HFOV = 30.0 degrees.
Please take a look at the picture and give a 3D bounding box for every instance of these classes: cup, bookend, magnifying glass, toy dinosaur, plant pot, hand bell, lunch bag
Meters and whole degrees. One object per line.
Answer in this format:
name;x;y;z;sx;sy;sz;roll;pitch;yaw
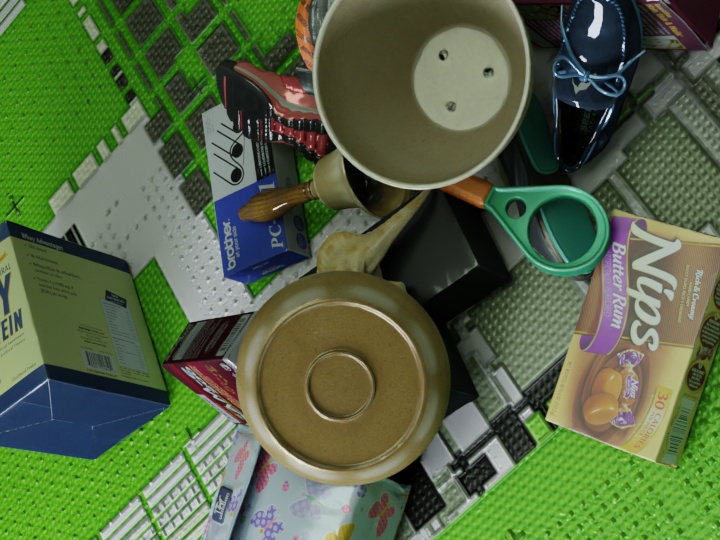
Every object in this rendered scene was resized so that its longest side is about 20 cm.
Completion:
cup;0.074;-0.176;1.216;0.198;0.143;0.204;2;95;21
bookend;0.070;0.046;1.299;0.199;0.092;0.200;-35;63;21
magnifying glass;0.136;-0.059;1.228;0.198;0.022;0.080;26;84;24
toy dinosaur;0.000;0.000;1.263;0.199;0.058;0.102;-39;61;18
plant pot;-0.017;0.102;1.218;0.197;0.027;0.203;1;99;5
hand bell;-0.053;-0.079;1.379;0.198;0.103;0.106;-17;69;41
lunch bag;-0.076;0.255;1.330;0.198;0.127;0.172;15;82;39

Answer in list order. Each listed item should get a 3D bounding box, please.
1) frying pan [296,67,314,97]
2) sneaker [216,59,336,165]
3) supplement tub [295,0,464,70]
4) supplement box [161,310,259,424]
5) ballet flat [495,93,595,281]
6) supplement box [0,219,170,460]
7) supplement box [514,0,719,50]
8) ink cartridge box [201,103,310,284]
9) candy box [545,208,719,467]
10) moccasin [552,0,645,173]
frying pan;0.019;-0.170;1.368;0.115;0.188;0.031;26;98;63
sneaker;-0.066;-0.174;1.443;0.199;0.087;0.074;30;136;20
supplement tub;0.040;-0.257;1.373;0.198;0.122;0.124;-7;75;32
supplement box;-0.115;0.100;1.346;0.061;0.109;0.199;-56;18;-19
ballet flat;0.168;-0.074;1.282;0.073;0.073;0.202;-27;71;26
supplement box;-0.347;0.083;1.510;0.134;0.199;0.202;-34;61;22
supplement box;0.221;-0.274;1.247;0.198;0.130;0.105;8;82;34
ink cartridge box;-0.117;-0.097;1.490;0.093;0.044;0.203;-21;68;31
candy box;0.253;0.058;1.193;0.116;0.056;0.203;19;91;37
moccasin;0.209;-0.165;1.197;0.080;0.201;0.069;17;53;22
